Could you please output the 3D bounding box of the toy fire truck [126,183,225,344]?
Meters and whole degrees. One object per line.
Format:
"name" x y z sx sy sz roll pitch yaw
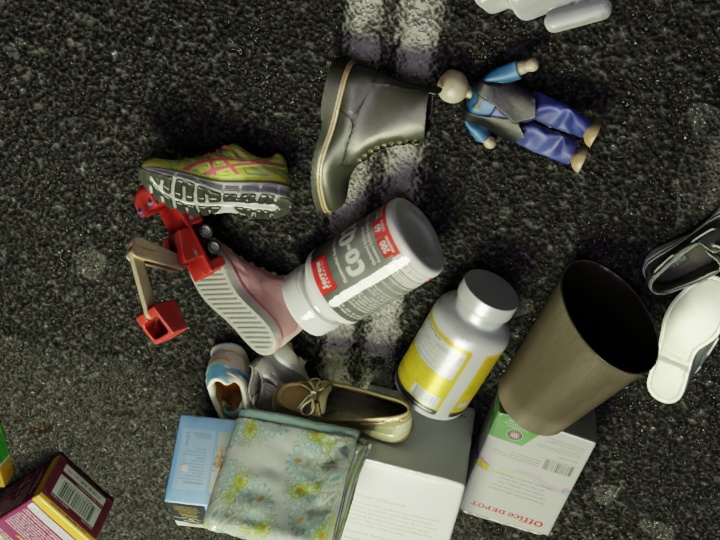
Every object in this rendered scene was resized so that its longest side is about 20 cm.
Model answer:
"toy fire truck" -0.252 -0.021 1.411 0.049 0.141 0.201 -29 88 45

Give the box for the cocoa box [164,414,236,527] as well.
"cocoa box" -0.166 0.298 1.566 0.199 0.134 0.131 6 153 3

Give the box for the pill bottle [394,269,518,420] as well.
"pill bottle" 0.133 0.099 1.473 0.111 0.112 0.201 24 123 -6

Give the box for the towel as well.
"towel" -0.098 0.281 1.453 0.199 0.172 0.048 8 154 21

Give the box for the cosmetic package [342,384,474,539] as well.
"cosmetic package" 0.063 0.307 1.587 0.165 0.168 0.201 13 123 4

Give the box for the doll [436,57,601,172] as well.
"doll" 0.187 -0.194 1.312 0.199 0.049 0.137 23 132 3

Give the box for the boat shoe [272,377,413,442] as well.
"boat shoe" -0.025 0.184 1.498 0.199 0.073 0.063 14 147 12

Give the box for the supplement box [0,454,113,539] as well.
"supplement box" -0.530 0.416 1.804 0.199 0.103 0.131 -31 113 25

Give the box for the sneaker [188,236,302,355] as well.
"sneaker" -0.152 0.021 1.508 0.200 0.104 0.075 48 132 13

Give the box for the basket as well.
"basket" 0.277 0.117 1.442 0.135 0.181 0.200 6 139 -25

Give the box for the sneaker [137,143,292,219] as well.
"sneaker" -0.184 -0.124 1.403 0.199 0.091 0.078 8 153 -7

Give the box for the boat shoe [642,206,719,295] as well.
"boat shoe" 0.446 -0.025 1.360 0.200 0.071 0.072 -36 110 28

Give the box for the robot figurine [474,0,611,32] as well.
"robot figurine" 0.215 -0.342 1.172 0.199 0.113 0.171 -18 89 20

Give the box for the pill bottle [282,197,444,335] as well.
"pill bottle" 0.000 0.000 1.432 0.199 0.114 0.114 -31 113 26

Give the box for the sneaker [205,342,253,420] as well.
"sneaker" -0.175 0.205 1.616 0.076 0.081 0.201 -15 124 18

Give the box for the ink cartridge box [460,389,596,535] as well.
"ink cartridge box" 0.239 0.273 1.582 0.144 0.088 0.201 17 122 0

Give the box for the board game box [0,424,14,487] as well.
"board game box" -0.681 0.278 1.780 0.199 0.040 0.154 2 123 9

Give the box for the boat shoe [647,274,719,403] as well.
"boat shoe" 0.437 0.083 1.445 0.073 0.062 0.201 28 123 22

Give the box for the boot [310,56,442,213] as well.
"boot" 0.017 -0.149 1.344 0.137 0.078 0.201 15 125 10

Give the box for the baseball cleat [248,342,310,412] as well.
"baseball cleat" -0.099 0.201 1.588 0.201 0.106 0.070 60 158 -17
